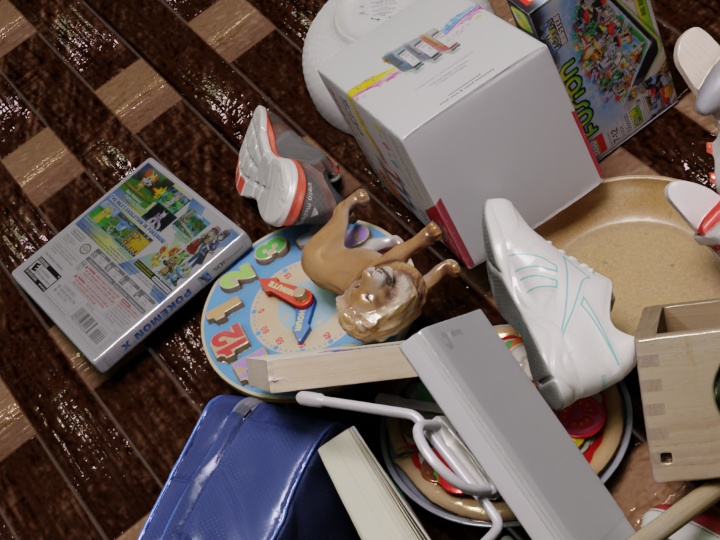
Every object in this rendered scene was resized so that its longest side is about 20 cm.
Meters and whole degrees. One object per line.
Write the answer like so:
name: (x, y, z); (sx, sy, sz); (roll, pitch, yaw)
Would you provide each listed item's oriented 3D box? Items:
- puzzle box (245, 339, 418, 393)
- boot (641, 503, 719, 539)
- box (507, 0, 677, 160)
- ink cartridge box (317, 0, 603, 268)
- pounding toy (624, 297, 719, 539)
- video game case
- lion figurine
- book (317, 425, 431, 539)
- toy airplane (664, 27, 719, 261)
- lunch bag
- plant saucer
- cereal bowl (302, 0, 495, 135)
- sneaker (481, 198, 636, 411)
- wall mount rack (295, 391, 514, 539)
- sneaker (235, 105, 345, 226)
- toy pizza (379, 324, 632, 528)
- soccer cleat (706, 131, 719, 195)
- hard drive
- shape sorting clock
puzzle box: (-0.016, 0.073, 1.220); (0.133, 0.200, 0.025); (-6, 88, -8)
boot: (0.308, 0.175, 1.101); (0.200, 0.072, 0.144); (19, 61, 28)
box: (0.200, -0.186, 1.341); (0.110, 0.200, 0.035); (-37, 48, -6)
ink cartridge box: (0.082, -0.129, 1.357); (0.145, 0.145, 0.200); (-34, 32, -5)
pounding toy: (0.264, 0.100, 1.091); (0.184, 0.200, 0.143); (-8, 95, 14)
video game case: (-0.220, -0.010, 1.492); (0.182, 0.022, 0.200); (-41, 41, -10)
lion figurine: (0.000, 0.000, 1.323); (0.122, 0.073, 0.200); (-34, 25, -19)
book: (0.045, 0.221, 1.135); (0.048, 0.134, 0.200); (-34, 49, -1)
toy airplane: (0.334, -0.085, 1.205); (0.200, 0.141, 0.200); (7, 76, -18)
lunch bag: (-0.083, 0.190, 1.213); (0.132, 0.136, 0.200); (9, 57, 29)
plant saucer: (0.218, 0.004, 1.282); (0.200, 0.035, 0.200); (-9, 46, 9)
cereal bowl: (0.032, -0.226, 1.527); (0.200, 0.083, 0.200); (-13, 51, 16)
sneaker: (0.150, 0.019, 1.224); (0.080, 0.070, 0.200); (-18, 52, -6)
wall mount rack: (0.056, 0.130, 1.121); (0.075, 0.200, 0.174); (-47, 65, 16)
sneaker: (-0.063, -0.089, 1.481); (0.200, 0.082, 0.077); (-116, 43, -57)
toy pizza: (0.112, 0.113, 1.237); (0.200, 0.032, 0.200); (-8, 46, 8)
soccer cleat: (0.346, -0.141, 1.328); (0.077, 0.069, 0.200); (11, 53, 25)
hard drive: (0.113, 0.121, 1.090); (0.026, 0.132, 0.200); (-38, 80, 21)
shape sorting clock: (-0.047, 0.030, 1.388); (0.200, 0.039, 0.200); (-12, 51, 15)
